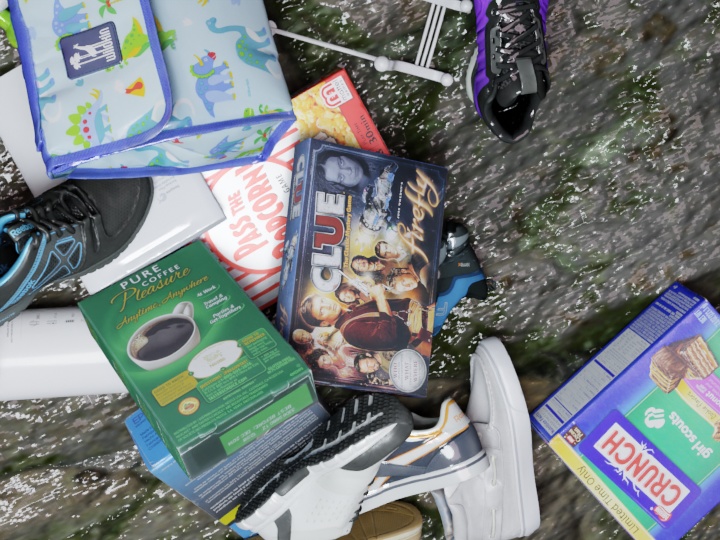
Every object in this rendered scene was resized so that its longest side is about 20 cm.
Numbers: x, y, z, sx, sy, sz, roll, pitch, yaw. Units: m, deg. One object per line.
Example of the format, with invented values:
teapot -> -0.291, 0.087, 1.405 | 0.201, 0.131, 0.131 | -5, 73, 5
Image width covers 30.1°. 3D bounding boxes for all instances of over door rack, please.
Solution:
over door rack -> 0.006, -0.253, 1.158 | 0.199, 0.067, 0.148 | 14, 98, -12

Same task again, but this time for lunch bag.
lunch bag -> -0.171, -0.168, 1.075 | 0.199, 0.127, 0.171 | -10, 77, -21

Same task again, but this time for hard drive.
hard drive -> -0.220, -0.097, 1.140 | 0.132, 0.025, 0.200 | -30, 86, -2

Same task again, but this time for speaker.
speaker -> -0.251, 0.070, 1.174 | 0.199, 0.081, 0.082 | -4, 102, -9

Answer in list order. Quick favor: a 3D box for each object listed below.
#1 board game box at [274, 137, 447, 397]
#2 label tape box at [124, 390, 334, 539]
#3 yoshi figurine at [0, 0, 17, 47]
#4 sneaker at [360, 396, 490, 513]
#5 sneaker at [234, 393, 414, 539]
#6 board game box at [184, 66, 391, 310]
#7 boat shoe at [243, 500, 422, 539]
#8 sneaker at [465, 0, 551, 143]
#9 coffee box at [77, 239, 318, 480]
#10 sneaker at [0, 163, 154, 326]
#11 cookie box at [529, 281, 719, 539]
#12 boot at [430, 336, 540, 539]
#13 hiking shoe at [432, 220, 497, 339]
board game box -> 0.000, 0.000, 1.135 | 0.135, 0.035, 0.201 | 10, 80, -25
label tape box -> -0.100, 0.150, 1.210 | 0.144, 0.063, 0.200 | -37, 145, -1
yoshi figurine -> -0.314, -0.207, 1.097 | 0.112, 0.112, 0.200 | 36, 97, -21
sneaker -> 0.014, 0.174, 1.225 | 0.199, 0.078, 0.080 | -21, 93, 14
sneaker -> -0.018, 0.179, 1.156 | 0.080, 0.074, 0.200 | 42, 122, -13
board game box -> -0.067, -0.066, 1.193 | 0.200, 0.046, 0.152 | -31, 103, -2
boat shoe -> -0.035, 0.273, 1.260 | 0.199, 0.074, 0.069 | -14, 115, -5
sneaker -> 0.132, -0.192, 1.130 | 0.069, 0.100, 0.201 | -7, 135, -4
coffee box -> -0.133, 0.065, 1.077 | 0.123, 0.200, 0.044 | -30, 136, -17
sneaker -> -0.246, -0.026, 1.070 | 0.200, 0.082, 0.073 | -42, 80, -18
cookie box -> 0.291, 0.143, 1.279 | 0.200, 0.075, 0.171 | -43, 105, 2
boot -> 0.106, 0.167, 1.254 | 0.095, 0.074, 0.201 | -14, 103, -12
hiking shoe -> 0.031, 0.041, 1.210 | 0.200, 0.074, 0.087 | -35, 108, -8
